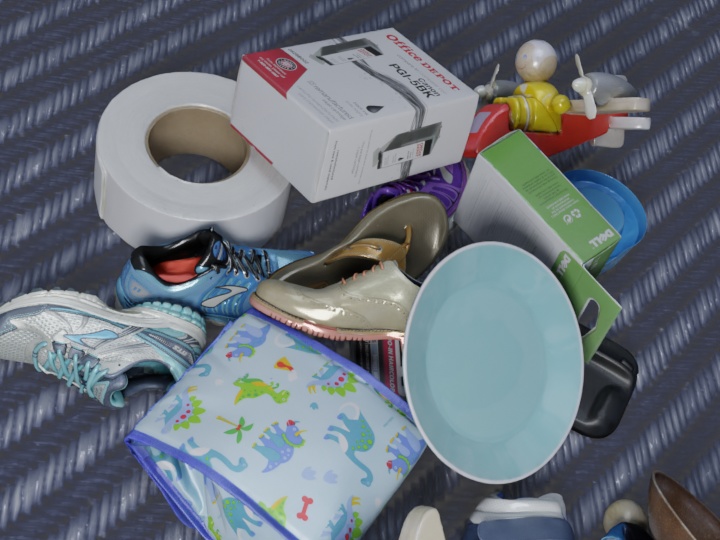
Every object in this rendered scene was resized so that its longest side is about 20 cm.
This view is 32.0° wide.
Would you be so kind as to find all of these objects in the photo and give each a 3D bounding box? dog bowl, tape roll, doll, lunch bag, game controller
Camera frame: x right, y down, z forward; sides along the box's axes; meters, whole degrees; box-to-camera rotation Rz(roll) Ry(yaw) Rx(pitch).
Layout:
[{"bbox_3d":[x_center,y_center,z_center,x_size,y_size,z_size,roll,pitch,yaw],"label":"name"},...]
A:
[{"bbox_3d":[0.207,-0.032,1.302,0.198,0.050,0.112,-26,62,-30],"label":"dog bowl"},{"bbox_3d":[-0.165,-0.103,1.247,0.199,0.071,0.205,8,51,-9],"label":"tape roll"},{"bbox_3d":[0.254,0.266,1.044,0.136,0.049,0.201,37,13,-32],"label":"doll"},{"bbox_3d":[-0.070,0.147,1.034,0.199,0.128,0.170,39,52,4],"label":"lunch bag"},{"bbox_3d":[0.170,0.081,1.215,0.198,0.042,0.105,28,65,9],"label":"game controller"}]

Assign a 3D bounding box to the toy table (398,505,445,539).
[{"bbox_3d":[0.036,0.288,0.931,0.182,0.203,0.116,13,27,42],"label":"toy table"}]

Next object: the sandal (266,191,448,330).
[{"bbox_3d":[0.000,0.000,1.152,0.198,0.081,0.054,-28,20,-11],"label":"sandal"}]

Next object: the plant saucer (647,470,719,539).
[{"bbox_3d":[0.304,0.254,1.046,0.200,0.037,0.201,43,11,-10],"label":"plant saucer"}]

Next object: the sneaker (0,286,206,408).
[{"bbox_3d":[-0.231,0.071,1.087,0.196,0.078,0.087,3,54,-12],"label":"sneaker"}]

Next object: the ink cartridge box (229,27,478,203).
[{"bbox_3d":[-0.005,-0.158,1.229,0.198,0.084,0.147,-19,48,-38],"label":"ink cartridge box"}]

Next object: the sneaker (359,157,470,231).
[{"bbox_3d":[0.050,-0.065,1.248,0.080,0.084,0.201,-3,39,34],"label":"sneaker"}]

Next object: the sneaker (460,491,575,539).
[{"bbox_3d":[0.177,0.254,1.042,0.197,0.081,0.148,17,53,7],"label":"sneaker"}]

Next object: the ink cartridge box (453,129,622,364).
[{"bbox_3d":[0.181,-0.023,1.187,0.059,0.104,0.200,-29,67,-28],"label":"ink cartridge box"}]

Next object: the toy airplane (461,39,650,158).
[{"bbox_3d":[0.207,-0.175,1.319,0.197,0.143,0.199,-12,14,18],"label":"toy airplane"}]

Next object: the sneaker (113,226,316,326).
[{"bbox_3d":[-0.125,0.006,1.156,0.197,0.091,0.079,-6,53,-20],"label":"sneaker"}]

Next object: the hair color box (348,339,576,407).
[{"bbox_3d":[0.090,0.088,1.145,0.196,0.061,0.100,0,60,-6],"label":"hair color box"}]

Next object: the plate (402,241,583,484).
[{"bbox_3d":[0.110,0.077,1.062,0.197,0.025,0.204,3,84,-34],"label":"plate"}]

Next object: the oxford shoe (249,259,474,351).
[{"bbox_3d":[0.004,0.023,1.086,0.196,0.075,0.071,9,10,-8],"label":"oxford shoe"}]
